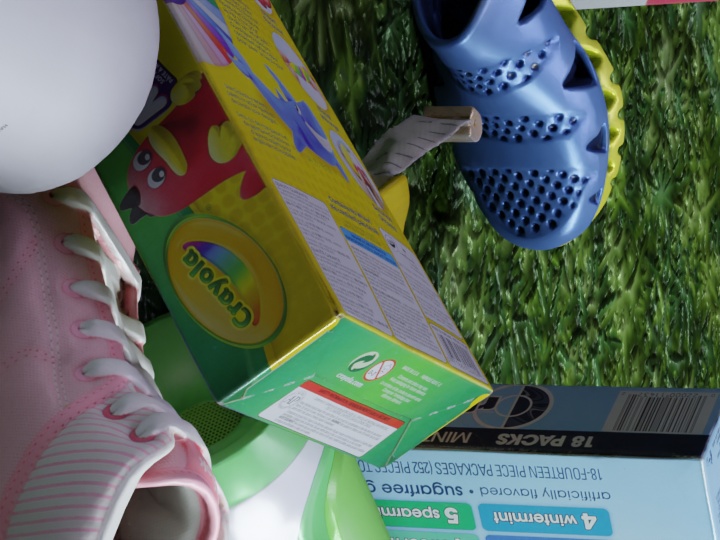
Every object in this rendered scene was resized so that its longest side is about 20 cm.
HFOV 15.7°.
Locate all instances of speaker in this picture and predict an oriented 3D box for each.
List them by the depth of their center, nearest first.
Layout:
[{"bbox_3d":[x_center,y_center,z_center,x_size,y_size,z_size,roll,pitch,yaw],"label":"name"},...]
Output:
[{"bbox_3d":[-0.127,-0.075,0.627,0.200,0.081,0.082,23,69,-63],"label":"speaker"},{"bbox_3d":[-0.025,0.106,0.853,0.201,0.088,0.089,68,33,-41],"label":"speaker"}]

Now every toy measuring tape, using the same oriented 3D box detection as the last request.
[{"bbox_3d":[0.000,0.000,0.928,0.200,0.073,0.074,-40,127,-59],"label":"toy measuring tape"}]

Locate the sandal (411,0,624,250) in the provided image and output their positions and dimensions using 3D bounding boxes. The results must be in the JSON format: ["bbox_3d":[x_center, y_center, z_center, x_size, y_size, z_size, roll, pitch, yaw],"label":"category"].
[{"bbox_3d":[0.048,-0.100,1.033,0.087,0.079,0.201,-39,117,-55],"label":"sandal"}]

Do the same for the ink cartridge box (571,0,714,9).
[{"bbox_3d":[0.106,-0.212,1.065,0.084,0.144,0.201,-65,146,-43],"label":"ink cartridge box"}]

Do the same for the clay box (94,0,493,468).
[{"bbox_3d":[-0.044,-0.044,0.768,0.201,0.048,0.115,60,13,24],"label":"clay box"}]

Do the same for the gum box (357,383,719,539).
[{"bbox_3d":[0.063,0.134,0.946,0.045,0.169,0.201,-56,139,-51],"label":"gum box"}]

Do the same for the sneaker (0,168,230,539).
[{"bbox_3d":[-0.073,0.036,0.722,0.075,0.104,0.201,59,38,-46],"label":"sneaker"}]
